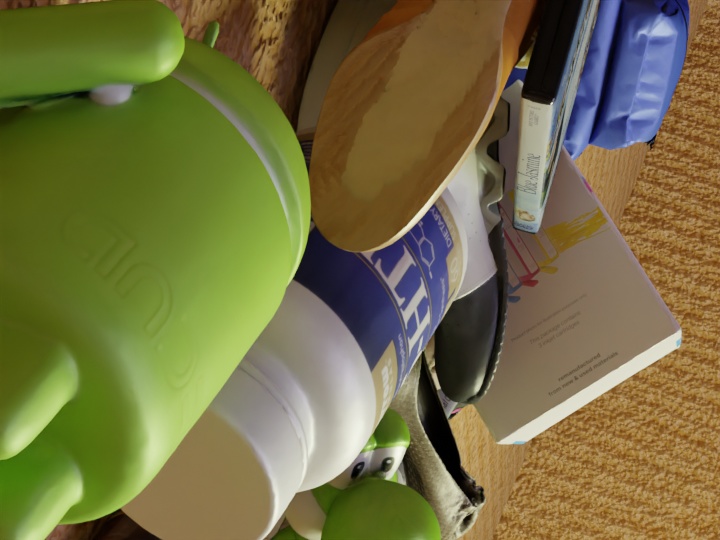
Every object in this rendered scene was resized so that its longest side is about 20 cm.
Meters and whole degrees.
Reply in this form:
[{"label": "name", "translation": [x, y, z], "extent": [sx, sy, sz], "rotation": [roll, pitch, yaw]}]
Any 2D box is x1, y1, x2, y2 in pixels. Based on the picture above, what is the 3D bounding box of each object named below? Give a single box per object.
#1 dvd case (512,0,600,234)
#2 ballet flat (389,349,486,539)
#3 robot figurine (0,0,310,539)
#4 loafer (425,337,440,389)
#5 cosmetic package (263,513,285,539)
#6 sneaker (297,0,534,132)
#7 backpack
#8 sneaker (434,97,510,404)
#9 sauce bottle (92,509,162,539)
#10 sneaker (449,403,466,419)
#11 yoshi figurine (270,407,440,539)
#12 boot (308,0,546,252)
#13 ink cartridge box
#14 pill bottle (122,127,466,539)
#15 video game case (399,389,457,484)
[{"label": "dvd case", "translation": [0.103, -0.113, 0.785], "extent": [0.200, 0.017, 0.143], "rotation": [74, 32, -74]}, {"label": "ballet flat", "translation": [0.039, 0.085, 0.924], "extent": [0.068, 0.046, 0.201], "rotation": [-70, 152, -51]}, {"label": "robot figurine", "translation": [-0.088, -0.001, 0.505], "extent": [0.200, 0.115, 0.176], "rotation": [-56, 157, -47]}, {"label": "loafer", "translation": [0.040, 0.058, 1.104], "extent": [0.072, 0.063, 0.200], "rotation": [-57, -174, -9]}, {"label": "cosmetic package", "translation": [-0.045, 0.145, 0.975], "extent": [0.108, 0.084, 0.201], "rotation": [9, 102, -76]}, {"label": "sneaker", "translation": [0.050, -0.130, 0.881], "extent": [0.074, 0.115, 0.201], "rotation": [89, 27, -62]}, {"label": "backpack", "translation": [0.143, -0.160, 1.107], "extent": [0.200, 0.167, 0.163], "rotation": [-55, 163, -68]}, {"label": "sneaker", "translation": [0.032, -0.024, 0.845], "extent": [0.074, 0.088, 0.201], "rotation": [-145, -129, -73]}, {"label": "sauce bottle", "translation": [-0.103, 0.147, 0.784], "extent": [0.200, 0.066, 0.066], "rotation": [-50, 157, -57]}, {"label": "sneaker", "translation": [0.050, 0.111, 1.314], "extent": [0.077, 0.083, 0.201], "rotation": [-53, 159, -50]}, {"label": "yoshi figurine", "translation": [-0.011, 0.163, 0.825], "extent": [0.112, 0.112, 0.201], "rotation": [-44, 158, -45]}, {"label": "boot", "translation": [0.047, -0.096, 0.726], "extent": [0.202, 0.070, 0.144], "rotation": [-66, 167, 1]}, {"label": "ink cartridge box", "translation": [0.091, -0.011, 0.960], "extent": [0.125, 0.201, 0.129], "rotation": [-33, 168, 7]}, {"label": "pill bottle", "translation": [-0.037, 0.030, 0.722], "extent": [0.200, 0.119, 0.120], "rotation": [-55, 161, -48]}, {"label": "video game case", "translation": [0.004, 0.158, 1.172], "extent": [0.200, 0.022, 0.182], "rotation": [-49, 180, 32]}]
